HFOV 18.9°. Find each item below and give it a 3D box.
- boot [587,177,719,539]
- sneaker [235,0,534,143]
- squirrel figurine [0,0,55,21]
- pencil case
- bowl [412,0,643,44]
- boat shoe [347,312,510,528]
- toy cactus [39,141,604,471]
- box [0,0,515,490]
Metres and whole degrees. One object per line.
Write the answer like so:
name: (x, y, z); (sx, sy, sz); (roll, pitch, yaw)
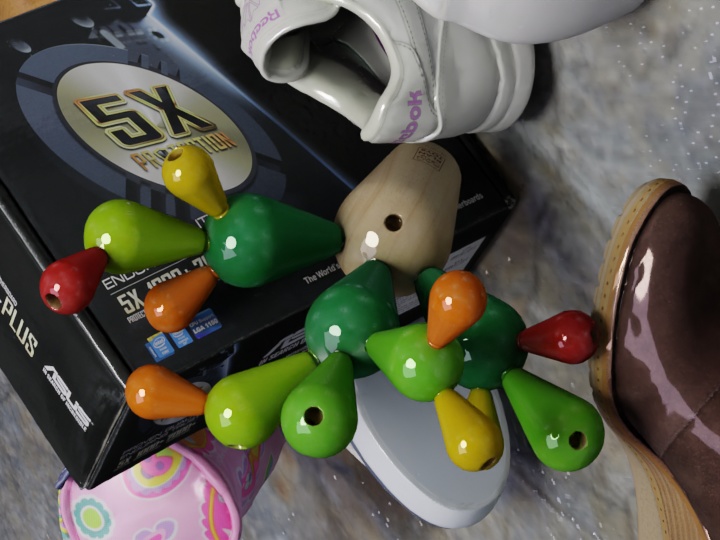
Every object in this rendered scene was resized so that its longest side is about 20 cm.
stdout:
boot: (0.169, 0.068, 0.761); (0.165, 0.072, 0.202); (9, 117, 38)
sneaker: (-0.019, -0.128, 0.843); (0.200, 0.099, 0.075); (49, 136, 22)
squirrel figurine: (-0.141, -0.091, 1.039); (0.186, 0.142, 0.201); (-20, 109, 46)
pencil case: (-0.080, 0.079, 0.984); (0.087, 0.200, 0.088); (2, 108, 7)
bowl: (0.015, -0.178, 0.735); (0.200, 0.074, 0.200); (48, 161, 23)
boat shoe: (-0.010, 0.041, 0.964); (0.202, 0.074, 0.086); (54, 145, 20)
toy cactus: (0.000, 0.000, 0.777); (0.198, 0.165, 0.103); (14, 127, 9)
box: (-0.066, -0.034, 0.879); (0.164, 0.199, 0.086); (54, 146, 16)
